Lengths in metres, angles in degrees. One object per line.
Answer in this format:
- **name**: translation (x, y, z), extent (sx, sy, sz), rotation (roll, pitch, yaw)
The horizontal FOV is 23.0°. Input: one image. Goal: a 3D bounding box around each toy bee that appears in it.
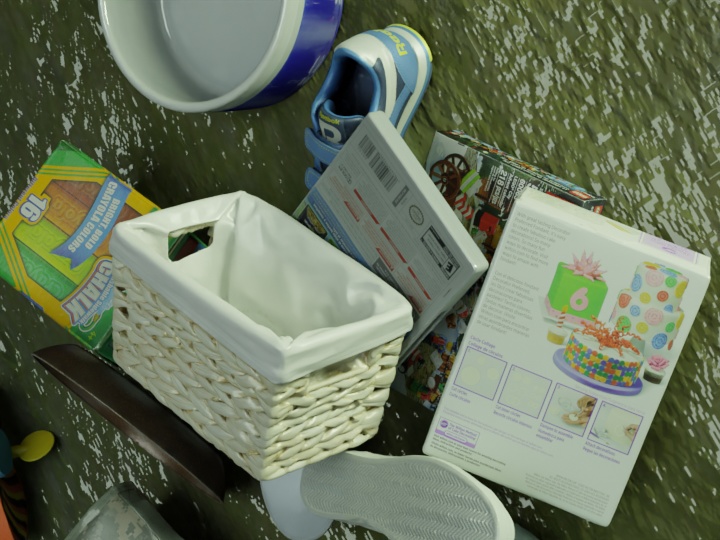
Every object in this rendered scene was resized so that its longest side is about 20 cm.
- **toy bee**: translation (-0.344, 0.153, 1.620), extent (0.130, 0.109, 0.201), rotation (5, 113, 3)

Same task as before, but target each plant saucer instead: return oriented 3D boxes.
- **plant saucer**: translation (-0.184, 0.120, 1.456), extent (0.200, 0.200, 0.032), rotation (32, 78, 28)

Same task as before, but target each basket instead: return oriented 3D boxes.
- **basket**: translation (-0.079, 0.046, 1.288), extent (0.200, 0.135, 0.124), rotation (33, 126, 36)

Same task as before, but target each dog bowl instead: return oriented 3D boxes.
- **dog bowl**: translation (-0.114, -0.228, 1.421), extent (0.200, 0.079, 0.201), rotation (4, 97, 34)

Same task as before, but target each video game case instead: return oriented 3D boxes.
- **video game case**: translation (0.000, 0.000, 1.304), extent (0.143, 0.018, 0.200), rotation (56, 133, 18)

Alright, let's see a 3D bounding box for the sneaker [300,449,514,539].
- **sneaker**: translation (0.062, 0.172, 1.284), extent (0.200, 0.115, 0.074), rotation (13, 88, 48)

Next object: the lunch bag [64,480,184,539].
- **lunch bag**: translation (-0.186, 0.297, 1.499), extent (0.164, 0.117, 0.200), rotation (47, 123, 23)

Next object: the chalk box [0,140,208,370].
- **chalk box**: translation (-0.189, 0.009, 1.445), extent (0.200, 0.124, 0.125), rotation (33, 84, 29)

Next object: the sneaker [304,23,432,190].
- **sneaker**: translation (-0.009, -0.092, 1.360), extent (0.074, 0.082, 0.201), rotation (21, 108, 30)

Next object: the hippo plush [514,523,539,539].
- **hippo plush**: translation (0.123, 0.277, 1.254), extent (0.200, 0.161, 0.160), rotation (6, 98, 34)

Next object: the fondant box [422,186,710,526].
- **fondant box**: translation (0.145, 0.061, 1.251), extent (0.144, 0.058, 0.201), rotation (22, 108, 7)

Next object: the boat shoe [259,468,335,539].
- **boat shoe**: translation (-0.040, 0.114, 1.411), extent (0.073, 0.065, 0.201), rotation (-1, 88, 16)

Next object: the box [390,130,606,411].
- **box**: translation (0.088, 0.012, 1.328), extent (0.136, 0.038, 0.201), rotation (28, 109, 30)
